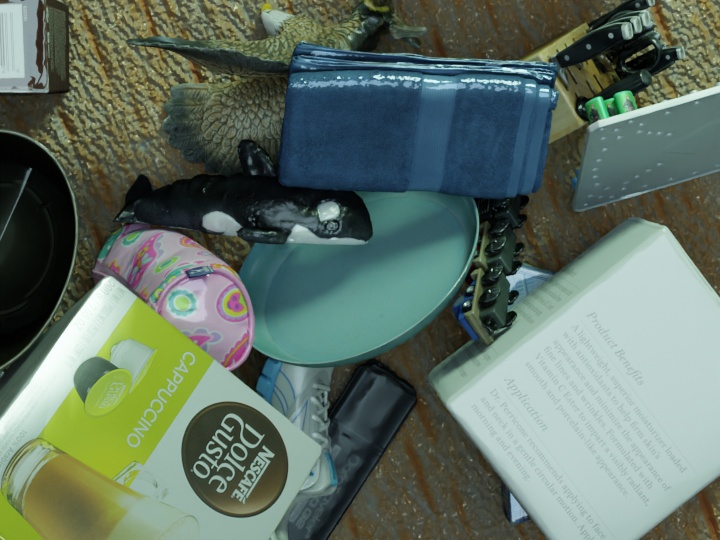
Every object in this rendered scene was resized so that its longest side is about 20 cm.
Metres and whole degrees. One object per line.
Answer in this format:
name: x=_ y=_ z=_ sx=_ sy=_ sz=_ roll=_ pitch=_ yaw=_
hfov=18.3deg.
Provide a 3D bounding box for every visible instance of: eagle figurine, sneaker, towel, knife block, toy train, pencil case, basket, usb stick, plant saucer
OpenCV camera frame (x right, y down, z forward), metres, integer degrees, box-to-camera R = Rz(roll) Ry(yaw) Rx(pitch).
eagle figurine: x=-0.057 y=-0.153 z=1.674 sx=0.199 sy=0.151 sz=0.152 roll=-31 pitch=105 yaw=-12
sneaker: x=-0.045 y=0.126 z=1.698 sx=0.086 sy=0.075 sz=0.201 roll=25 pitch=93 yaw=24
towel: x=0.039 y=-0.105 z=1.613 sx=0.199 sy=0.049 sz=0.112 roll=2 pitch=129 yaw=-9
knife block: x=0.138 y=-0.130 z=1.656 sx=0.199 sy=0.176 sz=0.064 roll=-31 pitch=94 yaw=-1
toy train: x=0.095 y=-0.009 z=1.660 sx=0.046 sy=0.200 sz=0.034 roll=-25 pitch=116 yaw=21
pencil case: x=-0.140 y=0.019 z=1.638 sx=0.087 sy=0.200 sz=0.088 roll=-4 pitch=103 yaw=-17
basket: x=-0.270 y=-0.014 z=1.629 sx=0.135 sy=0.200 sz=0.181 roll=24 pitch=91 yaw=-4
usb stick: x=-0.027 y=0.163 z=1.737 sx=0.055 sy=0.033 sz=0.201 roll=33 pitch=91 yaw=-11
plant saucer: x=0.000 y=0.000 z=1.666 sx=0.199 sy=0.200 sz=0.027 roll=-32 pitch=130 yaw=-1

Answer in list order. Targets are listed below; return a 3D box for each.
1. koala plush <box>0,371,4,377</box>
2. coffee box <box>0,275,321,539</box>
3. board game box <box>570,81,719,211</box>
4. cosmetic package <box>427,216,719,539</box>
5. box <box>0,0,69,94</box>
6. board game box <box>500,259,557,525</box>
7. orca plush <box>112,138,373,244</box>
koala plush: x=-0.368 y=0.127 z=1.671 sx=0.176 sy=0.184 sz=0.201 roll=19 pitch=71 yaw=-10
coffee box: x=-0.182 y=0.162 z=1.534 sx=0.198 sy=0.200 sz=0.200 roll=40 pitch=57 yaw=-10
board game box: x=0.254 y=-0.110 z=1.658 sx=0.199 sy=0.200 sz=0.026 roll=-16 pitch=74 yaw=-3
cosmetic package: x=0.178 y=0.087 z=1.616 sx=0.200 sy=0.165 sz=0.165 roll=-37 pitch=95 yaw=0
box: x=-0.267 y=-0.162 z=1.620 sx=0.099 sy=0.200 sz=0.076 roll=-1 pitch=96 yaw=-2
board game box: x=0.178 y=0.068 z=1.728 sx=0.199 sy=0.062 sz=0.201 roll=-18 pitch=95 yaw=-2
orca plush: x=-0.086 y=-0.064 z=1.674 sx=0.199 sy=0.105 sz=0.072 roll=9 pitch=100 yaw=31
